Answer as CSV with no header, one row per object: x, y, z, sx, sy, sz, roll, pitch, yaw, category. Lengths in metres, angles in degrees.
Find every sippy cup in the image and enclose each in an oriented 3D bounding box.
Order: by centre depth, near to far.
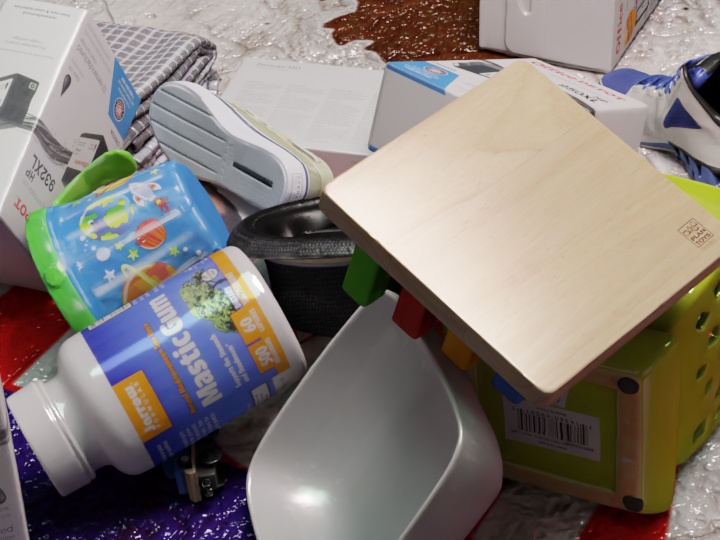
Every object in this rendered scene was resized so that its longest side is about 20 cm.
-0.175,-0.017,1.496,0.130,0.179,0.140,-30,-5,5,sippy cup

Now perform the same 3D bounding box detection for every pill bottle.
-0.149,0.077,1.367,0.199,0.112,0.112,-31,41,-10,pill bottle

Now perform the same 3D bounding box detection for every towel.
-0.245,-0.164,1.786,0.165,0.086,0.200,11,38,20,towel

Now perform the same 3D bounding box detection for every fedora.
0.000,0.000,1.449,0.199,0.092,0.201,-6,14,2,fedora

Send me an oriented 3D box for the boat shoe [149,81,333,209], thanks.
-0.105,-0.102,1.613,0.062,0.072,0.200,0,28,-46,boat shoe

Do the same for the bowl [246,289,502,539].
0.015,0.138,1.284,0.074,0.200,0.200,24,22,-32,bowl

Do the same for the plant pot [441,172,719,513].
0.164,0.052,1.369,0.199,0.200,0.182,13,45,20,plant pot

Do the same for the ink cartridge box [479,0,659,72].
0.220,-0.317,1.914,0.144,0.148,0.200,13,39,21,ink cartridge box

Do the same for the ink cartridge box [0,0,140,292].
-0.275,-0.103,1.588,0.083,0.145,0.201,12,66,18,ink cartridge box

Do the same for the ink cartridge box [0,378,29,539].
-0.314,0.115,1.300,0.146,0.201,0.083,-11,36,-11,ink cartridge box

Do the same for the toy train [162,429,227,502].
-0.133,0.104,1.447,0.045,0.034,0.200,-10,36,-3,toy train

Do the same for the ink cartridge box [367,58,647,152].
0.130,-0.124,1.646,0.199,0.085,0.144,-8,28,-44,ink cartridge box

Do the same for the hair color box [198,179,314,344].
-0.093,-0.017,1.588,0.111,0.064,0.200,-29,42,-31,hair color box

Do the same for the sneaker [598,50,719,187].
0.300,-0.156,1.711,0.080,0.116,0.199,-20,39,-25,sneaker

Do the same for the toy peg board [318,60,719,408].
0.102,-0.007,1.246,0.199,0.098,0.200,42,55,20,toy peg board

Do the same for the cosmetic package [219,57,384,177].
-0.035,-0.134,1.758,0.199,0.052,0.151,7,39,14,cosmetic package
